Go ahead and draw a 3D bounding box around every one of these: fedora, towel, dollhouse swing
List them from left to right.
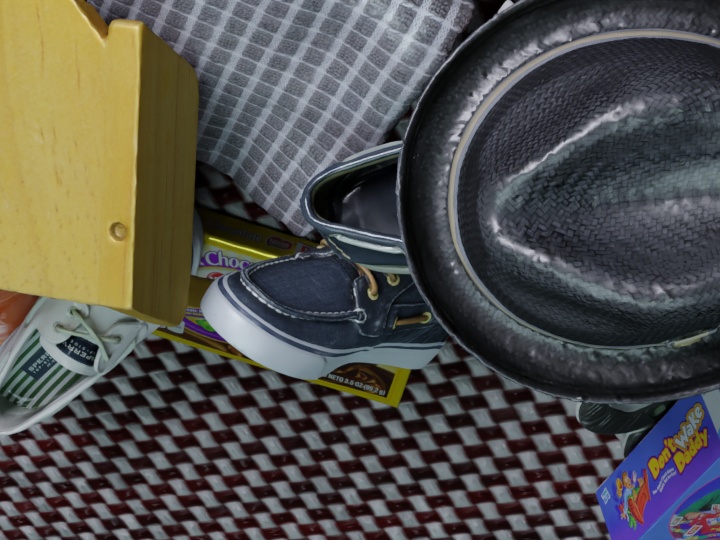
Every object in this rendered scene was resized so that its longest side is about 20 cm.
[{"bbox_3d":[-0.165,-0.061,0.801,0.199,0.176,0.182,9,104,17],"label":"dollhouse swing"},{"bbox_3d":[-0.051,-0.113,0.768,0.165,0.086,0.200,23,147,-10],"label":"towel"},{"bbox_3d":[0.113,-0.031,0.628,0.200,0.092,0.201,0,95,3],"label":"fedora"}]

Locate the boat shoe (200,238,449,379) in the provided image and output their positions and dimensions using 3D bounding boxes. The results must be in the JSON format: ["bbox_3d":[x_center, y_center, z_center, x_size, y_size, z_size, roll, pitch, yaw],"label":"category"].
[{"bbox_3d":[0.000,0.000,0.838,0.071,0.200,0.091,44,110,25],"label":"boat shoe"}]

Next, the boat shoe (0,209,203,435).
[{"bbox_3d":[-0.160,0.035,0.945,0.073,0.067,0.200,32,127,-14],"label":"boat shoe"}]

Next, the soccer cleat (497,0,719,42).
[{"bbox_3d":[0.147,-0.104,0.696,0.200,0.085,0.069,-19,151,-1],"label":"soccer cleat"}]

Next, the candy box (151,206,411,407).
[{"bbox_3d":[-0.059,0.018,0.972,0.199,0.026,0.102,16,133,-1],"label":"candy box"}]

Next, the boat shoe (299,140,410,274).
[{"bbox_3d":[0.070,-0.035,0.713,0.199,0.075,0.062,1,173,22],"label":"boat shoe"}]

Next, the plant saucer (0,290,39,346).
[{"bbox_3d":[-0.277,-0.029,0.984,0.200,0.032,0.201,8,136,7],"label":"plant saucer"}]

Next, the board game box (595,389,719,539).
[{"bbox_3d":[0.253,0.109,0.901,0.199,0.045,0.135,3,142,-25],"label":"board game box"}]

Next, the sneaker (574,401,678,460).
[{"bbox_3d":[0.146,0.042,0.913,0.076,0.115,0.200,-38,151,10],"label":"sneaker"}]
